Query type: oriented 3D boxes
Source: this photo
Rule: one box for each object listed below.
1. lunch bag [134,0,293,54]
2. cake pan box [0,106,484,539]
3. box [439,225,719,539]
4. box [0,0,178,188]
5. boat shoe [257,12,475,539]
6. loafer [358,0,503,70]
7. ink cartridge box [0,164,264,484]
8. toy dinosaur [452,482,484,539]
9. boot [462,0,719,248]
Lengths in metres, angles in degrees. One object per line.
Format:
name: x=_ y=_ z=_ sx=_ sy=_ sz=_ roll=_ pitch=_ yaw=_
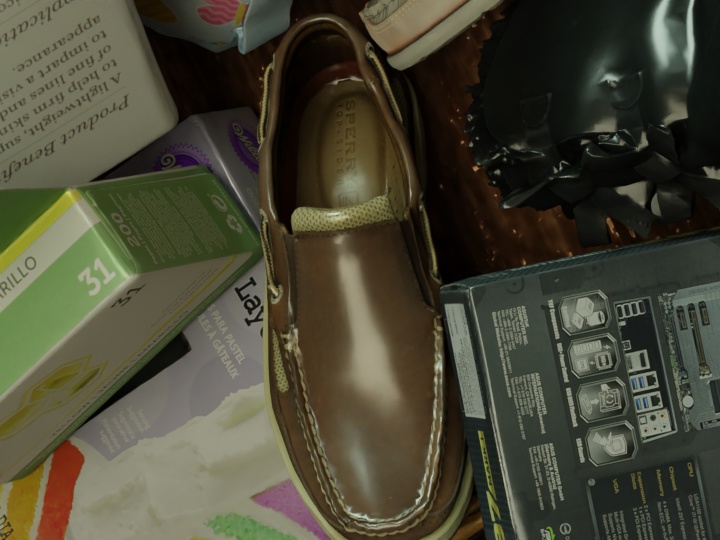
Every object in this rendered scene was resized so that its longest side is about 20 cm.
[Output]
lunch bag: x=-0.067 y=-0.188 z=0.962 sx=0.127 sy=0.170 sz=0.200 roll=-26 pitch=78 yaw=-15
cake pan box: x=-0.075 y=0.061 z=1.065 sx=0.184 sy=0.052 sz=0.200 roll=-32 pitch=82 yaw=21
box: x=0.123 y=0.086 z=0.934 sx=0.157 sy=0.051 sz=0.200 roll=-12 pitch=91 yaw=-11
box: x=-0.204 y=-0.095 z=0.961 sx=0.199 sy=0.131 sz=0.200 roll=-32 pitch=56 yaw=-12
boat shoe: x=-0.006 y=0.001 z=0.965 sx=0.075 sy=0.075 sz=0.203 roll=-13 pitch=60 yaw=5
loafer: x=0.068 y=-0.153 z=0.958 sx=0.200 sy=0.072 sz=0.063 roll=-40 pitch=100 yaw=22
ink cartridge box: x=-0.135 y=0.028 z=0.951 sx=0.146 sy=0.200 sz=0.048 roll=-42 pitch=78 yaw=22
toy dinosaur: x=0.060 y=0.136 z=0.988 sx=0.106 sy=0.060 sz=0.200 roll=39 pitch=108 yaw=-24
boot: x=0.125 y=-0.104 z=0.935 sx=0.162 sy=0.073 sz=0.198 roll=-12 pitch=51 yaw=49
